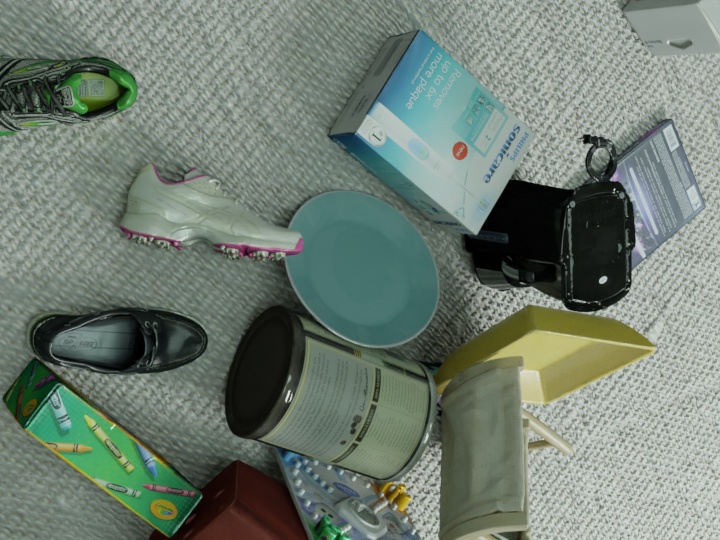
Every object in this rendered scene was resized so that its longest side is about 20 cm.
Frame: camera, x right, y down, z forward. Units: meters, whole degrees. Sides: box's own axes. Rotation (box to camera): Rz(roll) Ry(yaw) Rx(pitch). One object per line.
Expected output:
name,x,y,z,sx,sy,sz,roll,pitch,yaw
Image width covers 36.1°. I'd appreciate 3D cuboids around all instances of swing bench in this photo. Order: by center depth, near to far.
swing bench,0.153,0.239,1.220,0.201,0.128,0.201,54,31,-42

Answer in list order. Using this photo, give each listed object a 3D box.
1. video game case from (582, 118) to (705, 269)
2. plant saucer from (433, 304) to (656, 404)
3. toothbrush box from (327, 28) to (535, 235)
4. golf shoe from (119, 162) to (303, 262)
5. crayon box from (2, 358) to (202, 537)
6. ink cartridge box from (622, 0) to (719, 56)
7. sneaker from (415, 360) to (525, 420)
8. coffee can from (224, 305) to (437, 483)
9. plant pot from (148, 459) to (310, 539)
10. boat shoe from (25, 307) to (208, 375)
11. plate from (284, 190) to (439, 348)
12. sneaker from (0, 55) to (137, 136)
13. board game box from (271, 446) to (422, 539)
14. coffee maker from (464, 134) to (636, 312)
video game case,0.381,-0.093,1.512,0.199,0.019,0.144,-36,112,-19
plant saucer,0.206,0.096,1.283,0.197,0.199,0.049,10,60,-33
toothbrush box,0.085,-0.158,1.296,0.199,0.085,0.148,38,79,-24
golf shoe,-0.153,-0.061,1.178,0.196,0.075,0.093,9,81,-15
crayon box,-0.266,0.182,1.139,0.200,0.118,0.059,45,76,-26
ink cartridge box,0.461,-0.381,1.441,0.087,0.145,0.201,44,77,-25
sneaker,0.120,0.194,1.376,0.197,0.077,0.142,14,90,-29
coffee can,-0.033,0.143,1.245,0.198,0.146,0.149,23,86,-29
plant pot,-0.126,0.327,1.183,0.199,0.200,0.177,-39,101,2
boat shoe,-0.246,0.076,1.164,0.196,0.066,0.076,10,92,-29
plate,0.000,0.000,1.267,0.197,0.026,0.203,13,57,-21
sneaker,-0.313,-0.177,1.081,0.197,0.085,0.080,-15,104,-25
board game box,0.005,0.276,1.255,0.198,0.200,0.026,30,103,-29
coffee maker,0.228,-0.060,1.329,0.133,0.199,0.196,16,90,-31
